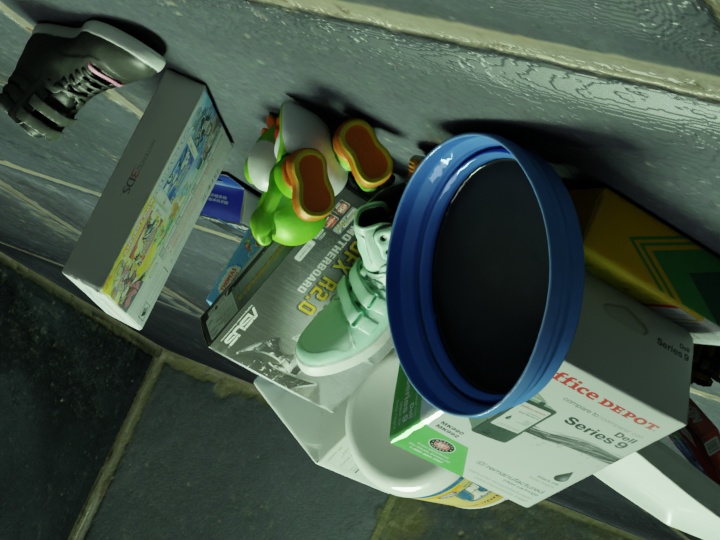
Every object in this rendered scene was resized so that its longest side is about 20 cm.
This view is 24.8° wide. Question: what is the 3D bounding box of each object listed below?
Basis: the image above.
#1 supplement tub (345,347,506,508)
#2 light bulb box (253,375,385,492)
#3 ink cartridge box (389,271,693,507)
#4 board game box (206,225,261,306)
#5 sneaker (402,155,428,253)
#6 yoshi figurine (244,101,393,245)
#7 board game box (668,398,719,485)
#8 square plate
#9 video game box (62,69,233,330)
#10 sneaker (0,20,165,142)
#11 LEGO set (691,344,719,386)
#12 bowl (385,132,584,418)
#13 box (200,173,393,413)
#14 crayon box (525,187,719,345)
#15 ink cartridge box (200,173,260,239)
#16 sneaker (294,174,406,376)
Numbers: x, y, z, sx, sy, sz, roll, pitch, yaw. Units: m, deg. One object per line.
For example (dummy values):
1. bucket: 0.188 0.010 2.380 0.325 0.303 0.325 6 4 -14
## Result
1. supplement tub: 0.090 0.156 1.601 0.144 0.146 0.200 18 178 32
2. light bulb box: 0.028 0.117 1.752 0.125 0.198 0.200 49 -174 27
3. ink cartridge box: 0.137 0.091 1.261 0.145 0.085 0.200 27 142 -21
4. board game box: -0.089 -0.008 1.630 0.036 0.152 0.200 29 170 9
5. sneaker: 0.094 -0.022 1.330 0.078 0.078 0.200 11 166 47
6. yoshi figurine: -0.041 -0.066 1.356 0.112 0.113 0.200 21 175 -19
7. board game box: 0.273 0.120 1.458 0.103 0.019 0.200 62 176 -37
8. square plate: 0.248 0.175 1.396 0.199 0.029 0.198 36 169 -17
9. video game box: -0.186 -0.058 1.468 0.047 0.201 0.182 25 170 6
10. sneaker: -0.239 -0.154 1.389 0.071 0.100 0.199 34 165 -37
11. LEGO set: 0.340 0.128 1.390 0.153 0.117 0.200 29 169 -21
12. bowl: 0.087 0.004 1.165 0.039 0.202 0.200 2 -176 -32
13. box: -0.026 0.020 1.504 0.158 0.200 0.048 32 -161 -32
14. crayon box: 0.191 -0.009 1.235 0.199 0.051 0.127 29 169 -24
15. ink cartridge box: -0.109 -0.049 1.801 0.200 0.039 0.099 33 168 -36
16. sneaker: 0.000 0.000 1.414 0.118 0.200 0.074 43 -170 -43
